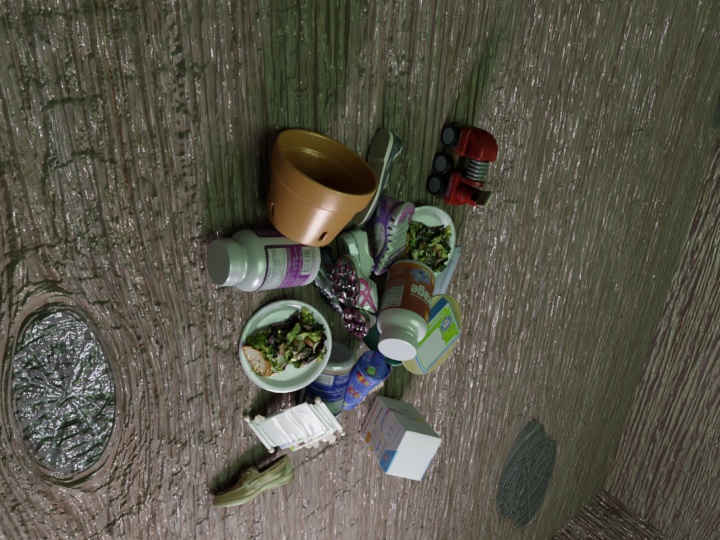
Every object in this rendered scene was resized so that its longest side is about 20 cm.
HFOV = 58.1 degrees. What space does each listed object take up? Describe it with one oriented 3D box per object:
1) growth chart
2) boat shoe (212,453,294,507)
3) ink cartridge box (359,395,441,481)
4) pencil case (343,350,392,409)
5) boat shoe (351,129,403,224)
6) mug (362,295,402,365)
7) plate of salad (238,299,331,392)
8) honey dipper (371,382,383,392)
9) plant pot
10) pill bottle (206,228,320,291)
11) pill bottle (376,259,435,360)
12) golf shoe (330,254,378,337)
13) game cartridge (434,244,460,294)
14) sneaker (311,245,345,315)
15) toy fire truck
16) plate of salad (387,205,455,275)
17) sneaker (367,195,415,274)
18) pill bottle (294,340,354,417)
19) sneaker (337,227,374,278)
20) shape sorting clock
[{"bbox_3d":[-0.143,0.349,1.440,0.196,0.018,0.146,-17,122,10],"label":"growth chart"},{"bbox_3d":[-0.251,0.484,1.495,0.197,0.071,0.066,-16,91,-29],"label":"boat shoe"},{"bbox_3d":[0.096,0.435,1.721,0.124,0.200,0.130,20,101,-31],"label":"ink cartridge box"},{"bbox_3d":[0.000,0.254,1.520,0.087,0.077,0.200,-59,-176,-39],"label":"pencil case"},{"bbox_3d":[0.039,-0.187,1.349,0.062,0.072,0.204,11,102,-44],"label":"boat shoe"},{"bbox_3d":[0.085,0.132,1.566,0.183,0.114,0.155,-6,118,-44],"label":"mug"},{"bbox_3d":[-0.152,0.161,1.344,0.196,0.048,0.204,-4,103,-16],"label":"plate of salad"},{"bbox_3d":[-0.027,0.319,1.631,0.198,0.038,0.039,-24,130,-31],"label":"honey dipper"},{"bbox_3d":[-0.085,-0.142,1.177,0.198,0.201,0.141,-4,136,-43],"label":"plant pot"},{"bbox_3d":[-0.179,-0.021,1.202,0.198,0.112,0.114,-5,118,-43],"label":"pill bottle"},{"bbox_3d":[0.097,0.086,1.411,0.113,0.110,0.203,62,34,-46],"label":"pill bottle"},{"bbox_3d":[-0.008,0.039,1.357,0.092,0.072,0.203,-50,142,-37],"label":"golf shoe"},{"bbox_3d":[0.177,0.023,1.651,0.132,0.040,0.203,5,110,-51],"label":"game cartridge"},{"bbox_3d":[-0.054,0.029,1.390,0.079,0.075,0.201,-48,139,-14],"label":"sneaker"},{"bbox_3d":[0.253,-0.219,1.446,0.127,0.199,0.179,-5,118,-43],"label":"toy fire truck"},{"bbox_3d":[0.145,-0.052,1.523,0.197,0.048,0.204,-11,117,-23],"label":"plate of salad"},{"bbox_3d":[0.053,-0.083,1.426,0.080,0.088,0.202,-34,149,-42],"label":"sneaker"},{"bbox_3d":[-0.088,0.271,1.477,0.114,0.115,0.203,-7,120,-42],"label":"pill bottle"},{"bbox_3d":[0.000,0.000,1.427,0.070,0.073,0.203,-26,131,-26],"label":"sneaker"},{"bbox_3d":[0.168,0.152,1.542,0.198,0.039,0.204,-21,125,-34],"label":"shape sorting clock"}]
